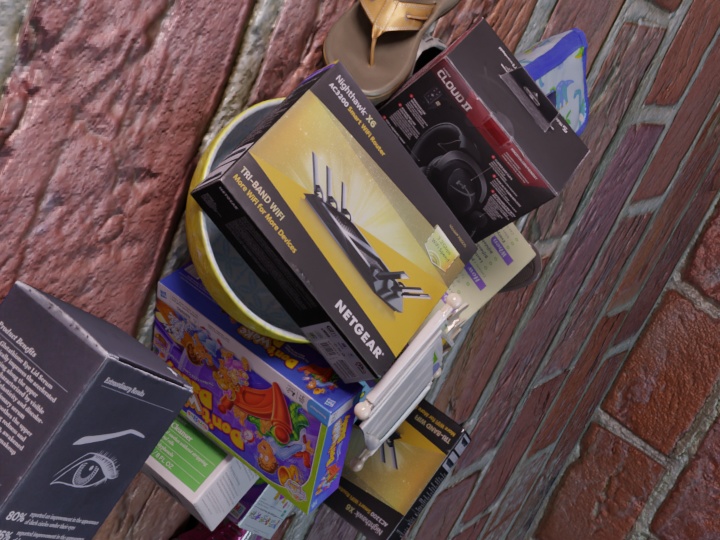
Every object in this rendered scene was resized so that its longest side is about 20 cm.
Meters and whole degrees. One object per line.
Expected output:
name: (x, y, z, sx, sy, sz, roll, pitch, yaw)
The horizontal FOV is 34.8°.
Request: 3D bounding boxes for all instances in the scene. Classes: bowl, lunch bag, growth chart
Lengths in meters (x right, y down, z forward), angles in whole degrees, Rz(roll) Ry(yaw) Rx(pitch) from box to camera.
bowl: (-0.071, -0.034, 0.968, 0.200, 0.201, 0.107, -39, -166, -34)
lunch bag: (0.155, -0.154, 1.232, 0.170, 0.127, 0.201, -40, 164, -35)
growth chart: (0.041, 0.098, 0.986, 0.145, 0.018, 0.200, -48, 166, -17)

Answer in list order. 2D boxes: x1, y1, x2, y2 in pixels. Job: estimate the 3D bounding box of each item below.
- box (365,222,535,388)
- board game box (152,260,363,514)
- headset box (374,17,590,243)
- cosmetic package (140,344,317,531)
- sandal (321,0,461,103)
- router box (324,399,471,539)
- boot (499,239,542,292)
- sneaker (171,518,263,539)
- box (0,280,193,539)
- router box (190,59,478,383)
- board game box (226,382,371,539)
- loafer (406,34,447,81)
box: (0.042, -0.020, 1.125, 0.200, 0.177, 0.097, -39, -177, -37)
board game box: (-0.097, 0.101, 1.003, 0.045, 0.199, 0.135, -34, 149, -41)
headset box: (0.088, -0.108, 1.000, 0.200, 0.149, 0.077, -33, -169, 49)
cosmetic package: (-0.122, 0.135, 1.118, 0.200, 0.107, 0.085, -50, 156, -20)
sandal: (0.034, -0.226, 0.989, 0.201, 0.080, 0.054, -52, 169, -27)
router box: (-0.001, 0.191, 1.294, 0.158, 0.199, 0.052, -53, 157, -8)
boot: (0.127, -0.007, 1.350, 0.150, 0.198, 0.074, 1, 84, -69)
sneaker: (-0.157, 0.314, 1.315, 0.201, 0.081, 0.088, -52, 155, -8)
box: (-0.244, 0.130, 0.870, 0.201, 0.104, 0.148, -55, 157, -4)
router box: (-0.014, -0.038, 0.910, 0.052, 0.201, 0.158, -15, -151, 53)
board game box: (-0.089, 0.169, 1.231, 0.201, 0.103, 0.105, -53, 157, -8)
loafer: (0.061, -0.188, 1.105, 0.070, 0.069, 0.200, -59, 157, 8)
